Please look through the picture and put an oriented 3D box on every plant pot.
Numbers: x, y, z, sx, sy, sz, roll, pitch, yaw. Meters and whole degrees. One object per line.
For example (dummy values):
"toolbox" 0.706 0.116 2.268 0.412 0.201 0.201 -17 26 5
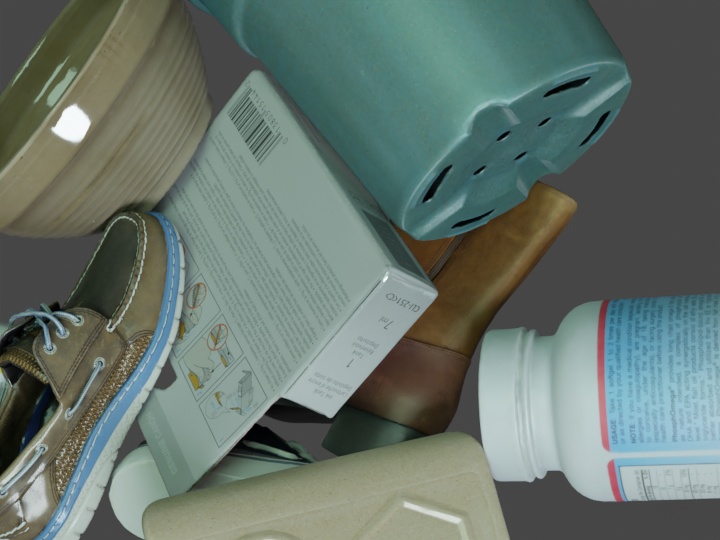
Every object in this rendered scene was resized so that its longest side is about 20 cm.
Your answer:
"plant pot" -0.153 -0.089 0.991 0.093 0.201 0.201 35 92 -22
"plant pot" 0.033 -0.137 0.908 0.200 0.200 0.196 -37 71 7

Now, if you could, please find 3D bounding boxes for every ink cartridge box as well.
"ink cartridge box" -0.065 0.010 0.935 0.176 0.045 0.200 -48 43 15

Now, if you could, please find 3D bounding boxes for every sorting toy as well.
"sorting toy" -0.001 0.193 0.839 0.184 0.036 0.201 -11 72 -18

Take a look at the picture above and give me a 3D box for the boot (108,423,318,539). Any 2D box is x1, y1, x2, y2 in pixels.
"boot" -0.034 0.124 0.941 0.199 0.090 0.073 15 111 8

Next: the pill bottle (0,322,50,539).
"pill bottle" -0.233 0.130 0.989 0.111 0.111 0.201 16 86 17

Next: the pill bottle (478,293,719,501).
"pill bottle" 0.168 0.067 0.890 0.199 0.109 0.109 -3 80 15

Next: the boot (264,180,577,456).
"boot" 0.000 0.000 0.972 0.188 0.068 0.200 26 83 29

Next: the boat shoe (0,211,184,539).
"boat shoe" -0.158 0.053 0.917 0.072 0.072 0.201 3 71 47
